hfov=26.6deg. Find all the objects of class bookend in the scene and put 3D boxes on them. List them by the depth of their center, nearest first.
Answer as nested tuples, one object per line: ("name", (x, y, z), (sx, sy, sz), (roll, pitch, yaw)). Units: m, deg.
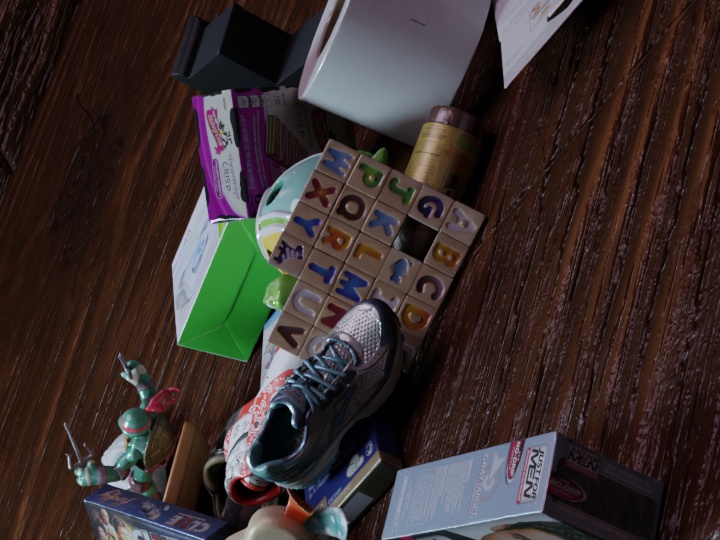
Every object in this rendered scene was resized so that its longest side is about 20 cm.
("bookend", (-0.091, -0.261, 1.834), (0.199, 0.200, 0.092), (-27, 43, 56))

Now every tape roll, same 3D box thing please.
("tape roll", (0.035, -0.245, 1.579), (0.203, 0.139, 0.203), (-158, 90, -79))

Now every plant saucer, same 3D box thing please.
("plant saucer", (-0.203, 0.266, 1.676), (0.200, 0.037, 0.201), (-164, 90, -86))

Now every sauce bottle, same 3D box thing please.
("sauce bottle", (0.063, -0.059, 1.480), (0.065, 0.065, 0.200), (1, 68, 64))

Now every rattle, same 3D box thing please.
("rattle", (-0.054, 0.226, 1.356), (0.143, 0.130, 0.200), (-49, -24, -50))

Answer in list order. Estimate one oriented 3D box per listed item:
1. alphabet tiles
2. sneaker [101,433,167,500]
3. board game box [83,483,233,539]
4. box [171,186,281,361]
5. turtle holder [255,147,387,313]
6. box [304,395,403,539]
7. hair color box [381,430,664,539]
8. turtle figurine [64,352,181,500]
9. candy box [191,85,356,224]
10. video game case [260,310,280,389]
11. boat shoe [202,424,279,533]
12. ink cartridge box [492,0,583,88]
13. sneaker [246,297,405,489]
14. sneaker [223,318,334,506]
("alphabet tiles", (0.000, 0.000, 1.437), (0.200, 0.167, 0.008), (-63, -5, -2))
("sneaker", (-0.271, 0.233, 1.875), (0.080, 0.070, 0.200), (-60, 23, 2))
("board game box", (-0.186, 0.293, 1.500), (0.200, 0.136, 0.035), (6, 28, 46))
("box", (-0.145, -0.027, 1.810), (0.177, 0.096, 0.200), (-104, 34, -55))
("turtle holder", (-0.033, -0.030, 1.526), (0.131, 0.141, 0.186), (-1, 72, 19))
("box", (-0.013, 0.154, 1.466), (0.121, 0.032, 0.200), (-51, 26, 28))
("hair color box", (0.112, 0.175, 1.096), (0.200, 0.099, 0.061), (-26, 44, 55))
("turtle figurine", (-0.255, 0.190, 1.707), (0.150, 0.101, 0.200), (-57, -21, -26))
("candy box", (-0.085, -0.129, 1.637), (0.061, 0.200, 0.137), (-5, 95, 37))
("video game case", (-0.065, 0.082, 1.648), (0.143, 0.018, 0.200), (-50, 24, 30))
("boat shoe", (-0.133, 0.214, 1.607), (0.072, 0.066, 0.201), (-59, 23, 16))
("ink cartridge box", (0.203, -0.278, 1.430), (0.200, 0.045, 0.176), (-48, 27, 33))
("sneaker", (-0.033, 0.114, 1.376), (0.078, 0.086, 0.200), (36, 101, 30))
("sneaker", (-0.072, 0.145, 1.477), (0.201, 0.067, 0.108), (-52, 26, 35))
